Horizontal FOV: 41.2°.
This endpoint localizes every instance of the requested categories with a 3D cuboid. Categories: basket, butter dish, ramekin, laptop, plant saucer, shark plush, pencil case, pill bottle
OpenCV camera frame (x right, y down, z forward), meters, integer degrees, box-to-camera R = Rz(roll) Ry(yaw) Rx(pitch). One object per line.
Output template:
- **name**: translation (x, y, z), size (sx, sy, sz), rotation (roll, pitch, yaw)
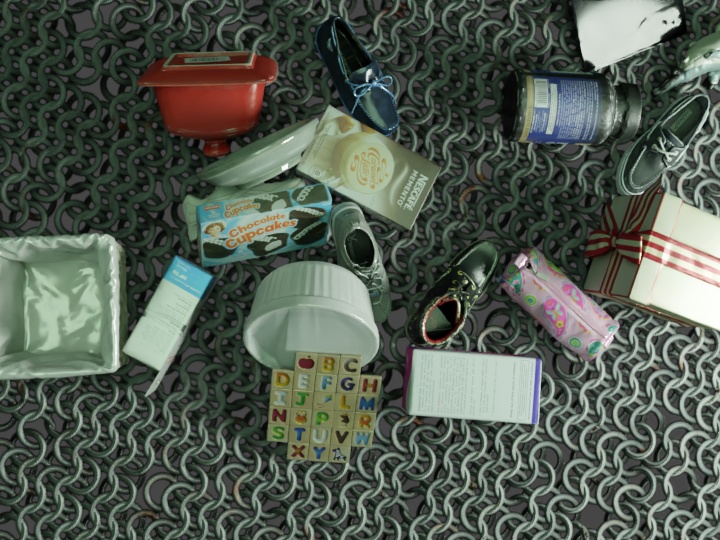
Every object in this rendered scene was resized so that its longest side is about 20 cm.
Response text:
- **basket**: translation (-0.442, 0.052, 1.408), size (0.197, 0.161, 0.201), rotation (-2, 89, -3)
- **butter dish**: translation (-0.221, -0.244, 1.437), size (0.197, 0.200, 0.150), rotation (-3, 112, -3)
- **ramekin**: translation (-0.072, 0.069, 1.422), size (0.200, 0.203, 0.095), rotation (4, 54, -4)
- **laptop**: translation (0.407, -0.460, 1.554), size (0.185, 0.116, 0.201), rotation (-22, 62, -4)
- **plant saucer**: translation (-0.144, -0.164, 1.419), size (0.199, 0.200, 0.051), rotation (-27, 102, -4)
- **shark plush**: translation (0.566, -0.327, 1.536), size (0.199, 0.091, 0.084), rotation (-33, 121, -9)
- **pencil case**: translation (0.308, 0.050, 1.498), size (0.200, 0.087, 0.088), rotation (43, 86, -3)
- **pill bottle**: translation (0.328, -0.253, 1.492), size (0.197, 0.112, 0.113), rotation (3, 88, -3)

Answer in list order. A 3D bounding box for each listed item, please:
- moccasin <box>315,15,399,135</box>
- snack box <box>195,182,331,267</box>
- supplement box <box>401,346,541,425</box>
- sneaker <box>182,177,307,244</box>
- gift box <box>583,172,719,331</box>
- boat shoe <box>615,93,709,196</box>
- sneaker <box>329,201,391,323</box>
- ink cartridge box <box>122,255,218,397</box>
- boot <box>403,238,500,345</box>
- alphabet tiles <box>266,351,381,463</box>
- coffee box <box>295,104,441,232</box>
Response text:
- **moccasin**: translation (-0.005, -0.300, 1.483), size (0.080, 0.068, 0.201), rotation (-38, 93, -26)
- **snack box**: translation (-0.145, -0.067, 1.436), size (0.198, 0.117, 0.037), rotation (-12, 59, -14)
- **supplement box**: translation (0.168, 0.176, 1.476), size (0.197, 0.101, 0.105), rotation (4, 88, -4)
- **sneaker**: translation (-0.180, -0.110, 1.477), size (0.198, 0.075, 0.082), rotation (-21, 81, -5)
- **gift box**: translation (0.457, -0.031, 1.468), size (0.185, 0.184, 0.202), rotation (19, 84, -12)
- **boat shoe**: translation (0.484, -0.199, 1.523), size (0.072, 0.068, 0.200), rotation (42, 86, -2)
- **sneaker**: translation (0.000, 0.000, 1.459), size (0.074, 0.082, 0.202), rotation (-22, 115, -3)
- **ink cartridge box**: translation (-0.293, 0.082, 1.439), size (0.067, 0.116, 0.201), rotation (29, 86, -3)
- **boot**: translation (0.151, 0.036, 1.451), size (0.073, 0.154, 0.204), rotation (42, 87, -2)
- **alphabet tiles**: translation (-0.057, 0.211, 1.457), size (0.164, 0.006, 0.202), rotation (5, 118, -4)
- **coffee box**: translation (0.012, -0.155, 1.483), size (0.198, 0.080, 0.115), rotation (27, 87, -3)
